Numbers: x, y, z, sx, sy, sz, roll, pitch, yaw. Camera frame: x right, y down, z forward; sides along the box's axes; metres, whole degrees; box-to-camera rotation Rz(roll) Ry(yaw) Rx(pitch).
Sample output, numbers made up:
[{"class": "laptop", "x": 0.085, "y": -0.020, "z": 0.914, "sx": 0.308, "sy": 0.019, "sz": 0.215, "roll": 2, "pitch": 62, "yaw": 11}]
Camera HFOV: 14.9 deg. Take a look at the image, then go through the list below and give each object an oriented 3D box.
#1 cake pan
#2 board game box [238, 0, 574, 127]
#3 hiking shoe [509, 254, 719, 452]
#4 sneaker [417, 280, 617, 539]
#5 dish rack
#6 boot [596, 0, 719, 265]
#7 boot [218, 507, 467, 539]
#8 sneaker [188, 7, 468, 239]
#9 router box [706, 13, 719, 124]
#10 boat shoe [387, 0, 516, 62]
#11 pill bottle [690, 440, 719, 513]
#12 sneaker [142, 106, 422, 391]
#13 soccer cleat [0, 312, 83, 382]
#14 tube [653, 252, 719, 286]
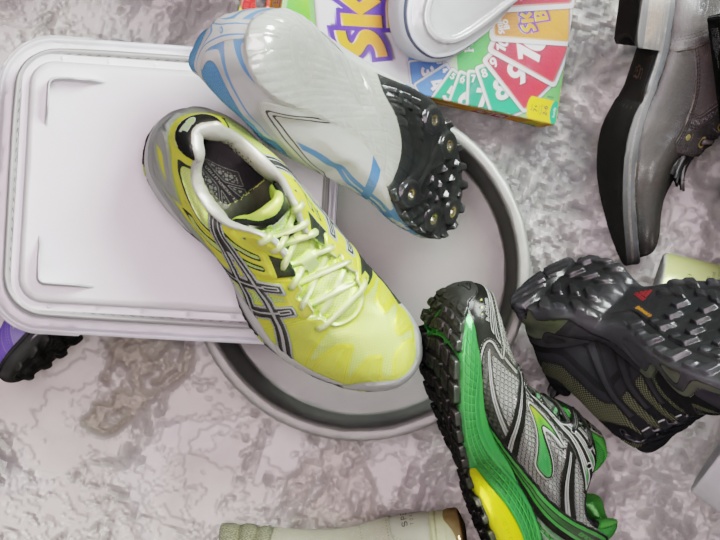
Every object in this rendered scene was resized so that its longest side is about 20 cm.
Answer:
[{"class": "cake pan", "x": 0.000, "y": 0.000, "z": 1.623, "sx": 0.200, "sy": 0.037, "sz": 0.201, "roll": 0, "pitch": 87, "yaw": 5}, {"class": "board game box", "x": 0.027, "y": -0.149, "z": 1.591, "sx": 0.200, "sy": 0.030, "sz": 0.096, "roll": 11, "pitch": 85, "yaw": -20}, {"class": "hiking shoe", "x": 0.177, "y": 0.057, "z": 1.547, "sx": 0.076, "sy": 0.200, "sz": 0.101, "roll": -40, "pitch": 129, "yaw": -27}, {"class": "sneaker", "x": 0.089, "y": 0.086, "z": 1.572, "sx": 0.085, "sy": 0.078, "sz": 0.200, "roll": -23, "pitch": 122, "yaw": -5}, {"class": "dish rack", "x": -0.109, "y": -0.046, "z": 1.574, "sx": 0.200, "sy": 0.044, "sz": 0.172, "roll": 3, "pitch": 87, "yaw": -9}, {"class": "boot", "x": 0.232, "y": -0.094, "z": 1.594, "sx": 0.174, "sy": 0.069, "sz": 0.200, "roll": 4, "pitch": 106, "yaw": -10}, {"class": "boot", "x": -0.010, "y": 0.240, "z": 1.596, "sx": 0.154, "sy": 0.072, "sz": 0.200, "roll": -3, "pitch": 82, "yaw": 4}, {"class": "sneaker", "x": -0.014, "y": -0.083, "z": 1.545, "sx": 0.200, "sy": 0.072, "sz": 0.072, "roll": 38, "pitch": 68, "yaw": -36}, {"class": "router box", "x": 0.282, "y": -0.055, "z": 1.549, "sx": 0.149, "sy": 0.051, "sz": 0.200, "roll": -9, "pitch": 96, "yaw": -13}, {"class": "boat shoe", "x": 0.093, "y": -0.200, "z": 1.559, "sx": 0.074, "sy": 0.065, "sz": 0.200, "roll": 39, "pitch": 83, "yaw": -26}, {"class": "pill bottle", "x": 0.291, "y": 0.149, "z": 1.558, "sx": 0.200, "sy": 0.111, "sz": 0.111, "roll": 35, "pitch": 90, "yaw": 6}, {"class": "sneaker", "x": -0.044, "y": -0.007, "z": 1.523, "sx": 0.200, "sy": 0.076, "sz": 0.075, "roll": 44, "pitch": 81, "yaw": -6}, {"class": "soccer cleat", "x": -0.163, "y": -0.025, "z": 1.624, "sx": 0.073, "sy": 0.068, "sz": 0.200, "roll": 36, "pitch": 87, "yaw": 9}, {"class": "tube", "x": 0.265, "y": 0.038, "z": 1.598, "sx": 0.200, "sy": 0.052, "sz": 0.058, "roll": 16, "pitch": 120, "yaw": 1}]
